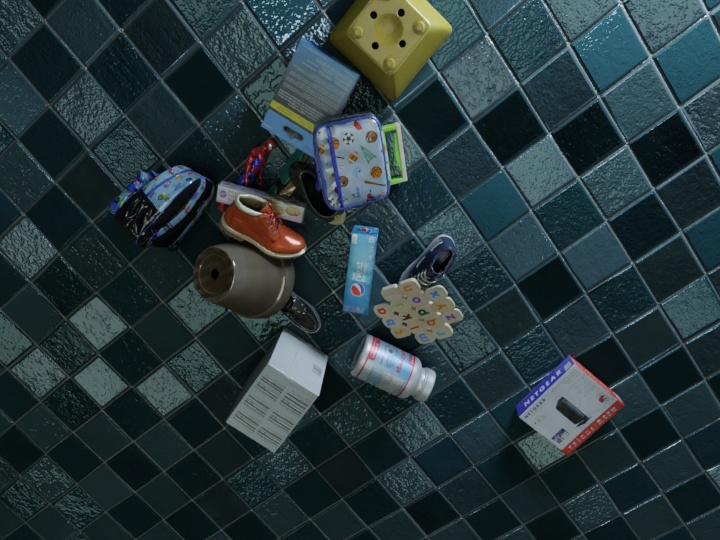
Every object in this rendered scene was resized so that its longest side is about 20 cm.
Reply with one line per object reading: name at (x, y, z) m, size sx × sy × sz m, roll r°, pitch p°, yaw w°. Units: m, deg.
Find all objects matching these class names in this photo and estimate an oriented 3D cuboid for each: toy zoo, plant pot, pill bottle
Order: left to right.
plant pot at (-0.274, 0.011, 1.267) m, size 0.197 × 0.173 × 0.204 m, roll -1°, pitch 88°, yaw 25°
toy zoo at (0.001, -0.238, 1.244) m, size 0.196 × 0.021 × 0.133 m, roll -14°, pitch 118°, yaw -7°
plant pot at (0.057, -0.466, 1.099) m, size 0.194 × 0.200 × 0.196 m, roll 40°, pitch 107°, yaw -10°
pill bottle at (0.082, 0.248, 1.402) m, size 0.197 × 0.109 × 0.110 m, roll 25°, pitch 110°, yaw -6°

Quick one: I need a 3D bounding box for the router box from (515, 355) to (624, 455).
router box at (0.530, 0.347, 1.438) m, size 0.178 × 0.049 × 0.201 m, roll 37°, pitch 108°, yaw -9°

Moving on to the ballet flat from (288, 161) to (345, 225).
ballet flat at (-0.095, -0.163, 1.264) m, size 0.066 × 0.057 × 0.200 m, roll -40°, pitch 131°, yaw 5°

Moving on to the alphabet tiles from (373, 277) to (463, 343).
alphabet tiles at (0.138, 0.100, 1.356) m, size 0.193 × 0.015 × 0.201 m, roll -21°, pitch 123°, yaw 30°

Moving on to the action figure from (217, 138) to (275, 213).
action figure at (-0.252, -0.214, 1.284) m, size 0.052 × 0.065 × 0.201 m, roll 41°, pitch 110°, yaw 15°

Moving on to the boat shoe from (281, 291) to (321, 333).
boat shoe at (-0.175, 0.085, 1.388) m, size 0.068 × 0.057 × 0.200 m, roll -39°, pitch 102°, yaw 16°

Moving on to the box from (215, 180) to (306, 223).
box at (-0.218, -0.151, 1.250) m, size 0.196 × 0.039 × 0.042 m, roll 15°, pitch 113°, yaw -4°

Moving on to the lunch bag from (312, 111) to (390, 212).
lunch bag at (-0.023, -0.226, 1.192) m, size 0.157 × 0.076 × 0.203 m, roll -12°, pitch 116°, yaw -5°

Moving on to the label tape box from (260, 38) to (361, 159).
label tape box at (-0.107, -0.369, 1.217) m, size 0.143 × 0.063 × 0.202 m, roll 29°, pitch 111°, yaw -8°

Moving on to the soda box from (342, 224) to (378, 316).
soda box at (0.000, 0.000, 1.340) m, size 0.063 × 0.068 × 0.204 m, roll 8°, pitch 110°, yaw 2°

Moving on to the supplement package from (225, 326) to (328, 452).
supplement package at (-0.199, 0.290, 1.392) m, size 0.146 × 0.192 × 0.201 m, roll 34°, pitch 109°, yaw -8°

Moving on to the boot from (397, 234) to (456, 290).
boot at (0.150, 0.008, 1.320) m, size 0.072 × 0.091 × 0.201 m, roll 31°, pitch 109°, yaw -7°

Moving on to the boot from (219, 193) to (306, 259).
boot at (-0.196, -0.095, 1.218) m, size 0.197 × 0.076 × 0.107 m, roll 22°, pitch 137°, yaw -20°

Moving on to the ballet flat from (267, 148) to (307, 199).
ballet flat at (-0.167, -0.189, 1.295) m, size 0.065 × 0.071 × 0.200 m, roll 26°, pitch 115°, yaw -35°

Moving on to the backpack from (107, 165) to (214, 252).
backpack at (-0.431, -0.156, 1.261) m, size 0.134 × 0.183 × 0.200 m, roll 44°, pitch 93°, yaw 6°
